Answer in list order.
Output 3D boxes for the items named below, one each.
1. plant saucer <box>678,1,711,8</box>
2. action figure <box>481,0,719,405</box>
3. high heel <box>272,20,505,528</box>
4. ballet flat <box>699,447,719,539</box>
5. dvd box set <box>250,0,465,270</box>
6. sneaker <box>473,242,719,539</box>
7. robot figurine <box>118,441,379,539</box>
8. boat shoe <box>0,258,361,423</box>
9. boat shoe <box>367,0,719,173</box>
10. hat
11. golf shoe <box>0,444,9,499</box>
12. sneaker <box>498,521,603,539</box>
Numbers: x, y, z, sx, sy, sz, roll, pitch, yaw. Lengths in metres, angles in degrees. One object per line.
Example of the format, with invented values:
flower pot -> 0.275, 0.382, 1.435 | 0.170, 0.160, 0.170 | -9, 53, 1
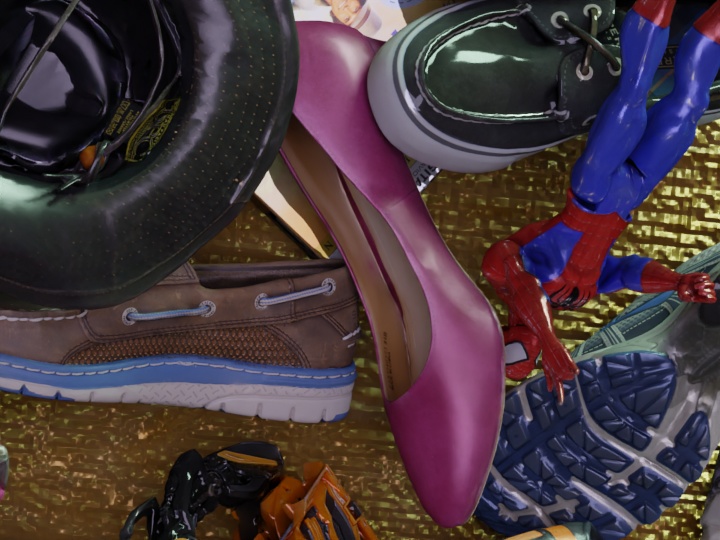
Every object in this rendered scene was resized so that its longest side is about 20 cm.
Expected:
plant saucer -> 0.133, -0.202, 1.120 | 0.198, 0.030, 0.201 | -5, 121, -9
action figure -> 0.110, -0.025, 1.048 | 0.065, 0.099, 0.201 | 11, 122, -35
high heel -> 0.000, 0.000, 1.066 | 0.095, 0.067, 0.202 | 2, 79, -28
ballet flat -> 0.169, 0.149, 1.125 | 0.071, 0.072, 0.202 | -12, 90, -9
dvd box set -> -0.033, -0.116, 1.134 | 0.200, 0.029, 0.146 | 44, 84, -4
sneaker -> 0.128, 0.043, 1.130 | 0.199, 0.085, 0.077 | -33, 98, 14
robot figurine -> -0.043, 0.152, 1.055 | 0.145, 0.058, 0.200 | 55, 40, -12
boat shoe -> -0.093, 0.012, 1.086 | 0.199, 0.072, 0.073 | 6, 99, -27
boat shoe -> 0.092, -0.086, 1.096 | 0.199, 0.057, 0.069 | -11, 77, -37
hat -> -0.127, -0.086, 1.034 | 0.199, 0.081, 0.202 | -3, 97, -25
golf shoe -> -0.220, 0.030, 0.992 | 0.200, 0.092, 0.073 | 37, 86, -16
sneaker -> 0.095, 0.193, 1.098 | 0.111, 0.078, 0.201 | -22, 115, -19
